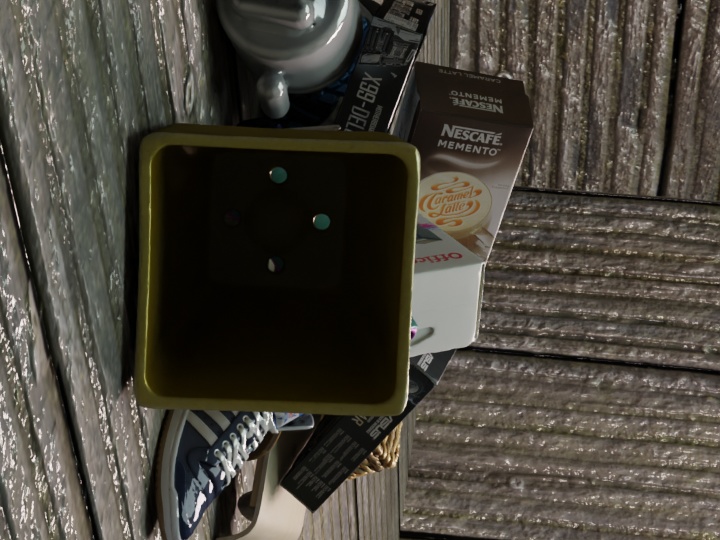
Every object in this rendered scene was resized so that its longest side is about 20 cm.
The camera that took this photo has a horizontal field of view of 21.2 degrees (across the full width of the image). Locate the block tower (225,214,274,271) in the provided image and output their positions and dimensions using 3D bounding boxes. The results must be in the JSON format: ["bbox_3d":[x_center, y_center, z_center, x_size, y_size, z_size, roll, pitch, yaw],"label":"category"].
[{"bbox_3d":[-0.101,0.000,1.648,0.058,0.054,0.202,45,49,-81],"label":"block tower"}]

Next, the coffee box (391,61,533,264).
[{"bbox_3d":[0.082,-0.090,1.856,0.080,0.114,0.201,-94,-165,-50],"label":"coffee box"}]

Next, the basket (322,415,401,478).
[{"bbox_3d":[-0.045,0.130,2.146,0.143,0.148,0.201,49,34,-32],"label":"basket"}]

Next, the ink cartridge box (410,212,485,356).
[{"bbox_3d":[0.000,0.000,1.743,0.200,0.144,0.088,42,-46,50],"label":"ink cartridge box"}]

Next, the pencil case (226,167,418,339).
[{"bbox_3d":[-0.039,-0.008,1.581,0.201,0.092,0.085,59,4,2],"label":"pencil case"}]

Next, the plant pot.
[{"bbox_3d":[-0.062,-0.016,1.429,0.200,0.193,0.197,-98,-169,-77],"label":"plant pot"}]

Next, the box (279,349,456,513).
[{"bbox_3d":[0.019,0.117,1.816,0.200,0.043,0.160,-48,-177,30],"label":"box"}]

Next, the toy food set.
[{"bbox_3d":[-0.091,0.168,1.841,0.143,0.060,0.201,40,57,-71],"label":"toy food set"}]

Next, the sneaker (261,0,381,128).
[{"bbox_3d":[-0.033,-0.170,1.886,0.200,0.075,0.087,-52,169,-29],"label":"sneaker"}]

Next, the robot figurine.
[{"bbox_3d":[-0.057,-0.215,1.614,0.200,0.112,0.171,62,43,-78],"label":"robot figurine"}]

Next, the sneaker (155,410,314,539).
[{"bbox_3d":[-0.096,0.131,1.529,0.070,0.108,0.201,87,10,-47],"label":"sneaker"}]

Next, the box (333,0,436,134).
[{"bbox_3d":[0.014,-0.159,1.716,0.200,0.049,0.159,-72,-177,-74],"label":"box"}]

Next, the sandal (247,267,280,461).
[{"bbox_3d":[-0.084,0.068,1.706,0.054,0.081,0.202,18,66,-48],"label":"sandal"}]

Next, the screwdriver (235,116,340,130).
[{"bbox_3d":[-0.064,-0.118,1.616,0.200,0.029,0.028,2,-106,68],"label":"screwdriver"}]
